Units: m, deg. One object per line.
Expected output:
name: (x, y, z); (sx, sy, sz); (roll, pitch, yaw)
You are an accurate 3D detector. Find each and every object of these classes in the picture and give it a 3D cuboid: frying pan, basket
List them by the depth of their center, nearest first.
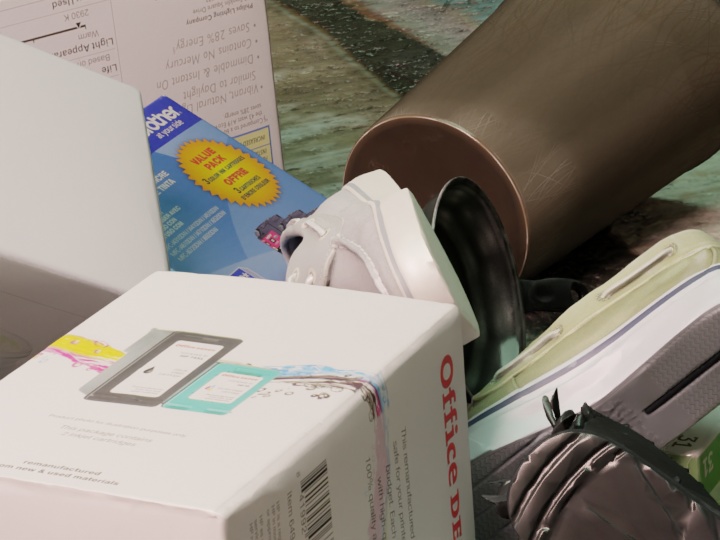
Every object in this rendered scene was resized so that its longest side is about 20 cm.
frying pan: (0.063, -0.001, 1.438); (0.031, 0.115, 0.190); (-10, 17, 22)
basket: (0.090, -0.069, 1.582); (0.180, 0.136, 0.200); (-11, 18, 38)

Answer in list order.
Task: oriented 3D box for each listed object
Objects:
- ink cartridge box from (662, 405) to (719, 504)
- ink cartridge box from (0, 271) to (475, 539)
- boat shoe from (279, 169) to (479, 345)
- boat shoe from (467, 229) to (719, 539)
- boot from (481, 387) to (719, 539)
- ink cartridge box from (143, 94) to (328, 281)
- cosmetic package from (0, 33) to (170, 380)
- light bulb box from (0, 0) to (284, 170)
ink cartridge box: (0.173, 0.074, 1.312); (0.200, 0.048, 0.146); (3, 22, 26)
ink cartridge box: (-0.061, 0.107, 1.138); (0.146, 0.147, 0.200); (6, 23, 26)
boat shoe: (0.000, 0.000, 1.270); (0.069, 0.072, 0.200); (-28, 18, -2)
boat shoe: (0.087, 0.060, 1.247); (0.200, 0.072, 0.062); (-35, 37, 5)
boot: (0.133, 0.124, 1.127); (0.198, 0.073, 0.162); (39, 2, 7)
ink cartridge box: (-0.082, -0.003, 1.405); (0.200, 0.076, 0.136); (31, 31, 10)
cosmetic package: (-0.223, -0.013, 1.262); (0.200, 0.123, 0.199); (-33, -35, 32)
light bulb box: (-0.154, -0.070, 1.535); (0.198, 0.200, 0.125); (-19, 24, -32)
